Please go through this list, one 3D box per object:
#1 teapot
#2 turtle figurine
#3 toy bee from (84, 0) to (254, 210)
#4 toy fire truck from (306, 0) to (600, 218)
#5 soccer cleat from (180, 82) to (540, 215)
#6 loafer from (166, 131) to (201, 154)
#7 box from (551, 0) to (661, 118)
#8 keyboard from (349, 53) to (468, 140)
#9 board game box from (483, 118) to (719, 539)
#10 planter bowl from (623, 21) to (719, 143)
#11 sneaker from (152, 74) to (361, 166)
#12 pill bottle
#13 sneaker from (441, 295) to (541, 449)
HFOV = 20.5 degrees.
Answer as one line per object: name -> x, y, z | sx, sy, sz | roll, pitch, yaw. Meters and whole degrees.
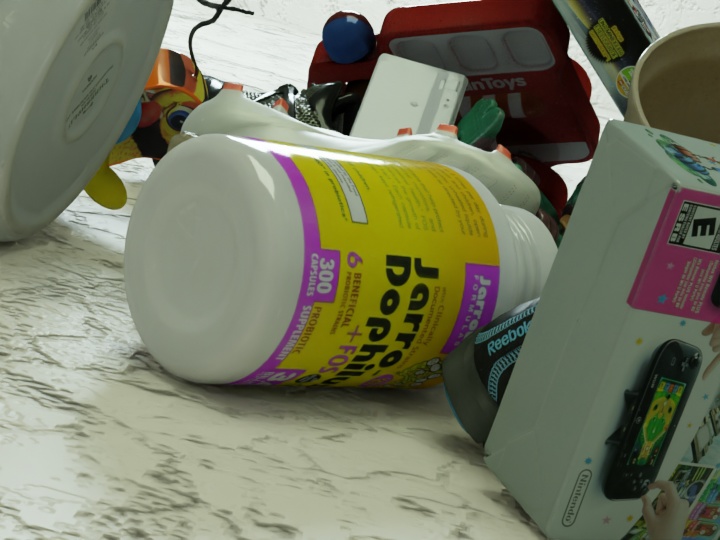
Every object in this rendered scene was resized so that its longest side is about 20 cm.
teapot -> -0.195, -0.118, 0.985 | 0.145, 0.199, 0.200 | 27, 13, 7
turtle figurine -> 0.139, -0.016, 1.180 | 0.199, 0.101, 0.150 | 30, 12, -31
toy bee -> -0.129, -0.085, 1.123 | 0.198, 0.132, 0.109 | -7, -42, 29
toy fire truck -> 0.053, -0.112, 1.273 | 0.198, 0.113, 0.168 | 0, -35, 26
soccer cleat -> -0.004, -0.041, 1.069 | 0.198, 0.078, 0.069 | 13, -29, 6
loafer -> -0.027, -0.004, 0.986 | 0.199, 0.069, 0.075 | 27, -1, -37
box -> 0.159, -0.135, 1.194 | 0.201, 0.040, 0.137 | 58, 12, -3
keyboard -> 0.014, -0.053, 1.131 | 0.056, 0.011, 0.201 | 12, 47, 8
board game box -> 0.166, 0.036, 0.790 | 0.198, 0.149, 0.064 | 9, 21, -28
planter bowl -> 0.216, -0.018, 1.038 | 0.198, 0.136, 0.201 | 11, 38, -9
sneaker -> -0.069, -0.087, 1.261 | 0.113, 0.077, 0.199 | -12, 24, -24
pill bottle -> 0.000, 0.000, 0.884 | 0.199, 0.105, 0.104 | 4, 15, -44
sneaker -> 0.135, 0.044, 0.862 | 0.199, 0.082, 0.074 | 0, 60, -36
